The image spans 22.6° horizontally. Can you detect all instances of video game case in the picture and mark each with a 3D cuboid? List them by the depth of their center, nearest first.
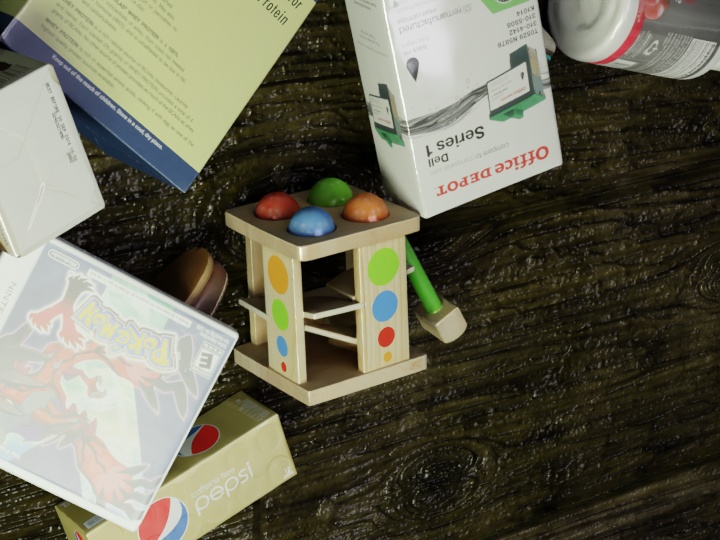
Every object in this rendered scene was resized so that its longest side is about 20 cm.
[{"bbox_3d":[-0.224,0.085,1.428,0.199,0.023,0.184,28,93,-15],"label":"video game case"}]

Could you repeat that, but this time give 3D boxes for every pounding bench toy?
[{"bbox_3d":[0.000,0.000,1.555,0.198,0.124,0.158,-15,114,-32],"label":"pounding bench toy"}]

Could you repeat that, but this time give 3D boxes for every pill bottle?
[{"bbox_3d":[0.280,-0.239,1.688,0.198,0.110,0.112,4,103,-37],"label":"pill bottle"}]

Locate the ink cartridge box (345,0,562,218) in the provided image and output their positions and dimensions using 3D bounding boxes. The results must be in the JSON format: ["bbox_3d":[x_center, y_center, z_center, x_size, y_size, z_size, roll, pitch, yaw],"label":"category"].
[{"bbox_3d":[0.080,-0.164,1.515,0.145,0.084,0.202,-22,116,-18],"label":"ink cartridge box"}]

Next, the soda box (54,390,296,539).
[{"bbox_3d":[-0.155,0.188,1.544,0.199,0.064,0.068,-31,121,-24],"label":"soda box"}]

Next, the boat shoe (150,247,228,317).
[{"bbox_3d":[-0.172,0.076,1.491,0.070,0.070,0.201,39,90,-31],"label":"boat shoe"}]

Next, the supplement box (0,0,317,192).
[{"bbox_3d":[-0.170,-0.207,1.352,0.200,0.134,0.201,40,81,-38],"label":"supplement box"}]

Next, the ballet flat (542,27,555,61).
[{"bbox_3d":[0.100,-0.227,1.591,0.198,0.067,0.063,4,93,-37],"label":"ballet flat"}]

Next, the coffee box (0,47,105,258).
[{"bbox_3d":[-0.276,-0.095,1.271,0.079,0.199,0.114,-33,121,-26],"label":"coffee box"}]
